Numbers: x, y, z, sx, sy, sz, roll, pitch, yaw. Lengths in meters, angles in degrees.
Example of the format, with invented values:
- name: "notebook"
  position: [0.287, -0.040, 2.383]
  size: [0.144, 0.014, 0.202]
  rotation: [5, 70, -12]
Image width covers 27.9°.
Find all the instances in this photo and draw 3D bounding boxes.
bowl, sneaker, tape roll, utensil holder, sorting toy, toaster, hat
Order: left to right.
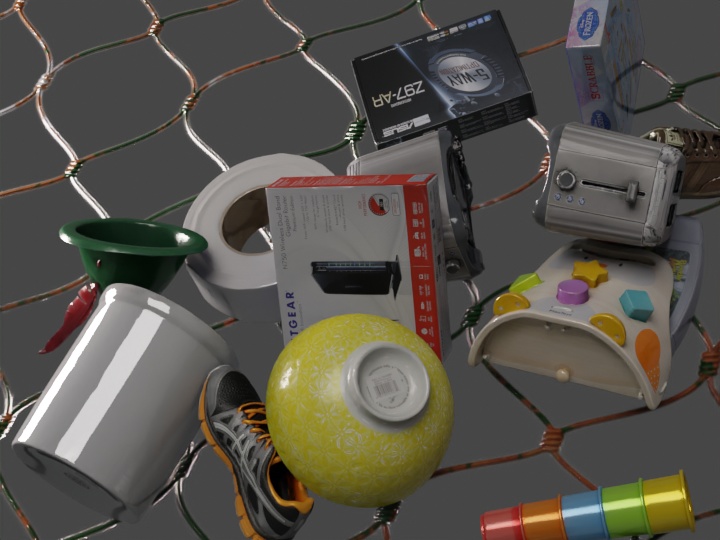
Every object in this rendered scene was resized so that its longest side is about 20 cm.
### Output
- name: "utensil holder"
  position: [-0.251, 0.143, 1.541]
  size: [0.170, 0.170, 0.200]
  rotation: [17, 64, 29]
- name: "hat"
  position: [-0.265, 0.040, 1.639]
  size: [0.165, 0.177, 0.200]
  rotation: [3, 12, -19]
- name: "sneaker"
  position: [-0.100, 0.182, 1.482]
  size: [0.077, 0.078, 0.200]
  rotation: [-42, 65, 40]
- name: "tape roll"
  position: [-0.105, -0.039, 1.691]
  size: [0.202, 0.071, 0.203]
  rotation: [-9, 52, 12]
- name: "bowl"
  position: [0.013, 0.125, 1.437]
  size: [0.199, 0.108, 0.201]
  rotation: [7, 67, -17]
- name: "toaster"
  position: [0.060, -0.070, 1.632]
  size: [0.129, 0.114, 0.201]
  rotation: [-14, 53, 11]
- name: "sorting toy"
  position: [0.233, 0.030, 1.478]
  size: [0.199, 0.107, 0.180]
  rotation: [12, 40, 26]
- name: "toaster"
  position: [0.259, -0.085, 1.490]
  size: [0.129, 0.200, 0.114]
  rotation: [13, 95, 15]
- name: "sneaker"
  position: [0.354, -0.122, 1.593]
  size: [0.199, 0.076, 0.071]
  rotation: [-12, 51, 11]

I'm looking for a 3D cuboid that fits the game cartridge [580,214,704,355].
- name: "game cartridge"
  position: [0.290, 0.019, 1.535]
  size: [0.133, 0.041, 0.200]
  rotation: [11, 58, 21]

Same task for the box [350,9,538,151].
- name: "box"
  position: [0.100, -0.225, 1.781]
  size: [0.199, 0.044, 0.161]
  rotation: [-18, 50, 5]

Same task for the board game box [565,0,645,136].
- name: "board game box"
  position: [0.280, -0.255, 1.641]
  size: [0.041, 0.200, 0.200]
  rotation: [2, 54, 20]

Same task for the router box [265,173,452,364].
- name: "router box"
  position: [0.000, 0.000, 1.549]
  size: [0.179, 0.201, 0.049]
  rotation: [-1, 18, 18]

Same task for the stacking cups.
- name: "stacking cups"
  position: [0.216, 0.240, 1.382]
  size: [0.199, 0.061, 0.061]
  rotation: [-14, 50, 14]
